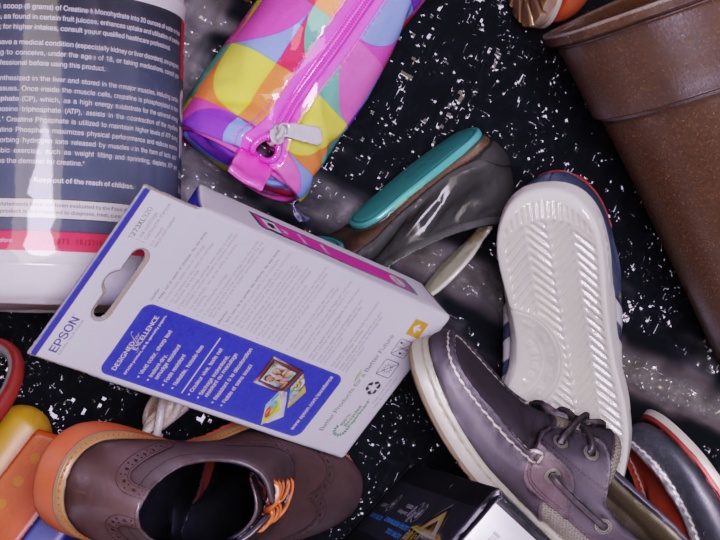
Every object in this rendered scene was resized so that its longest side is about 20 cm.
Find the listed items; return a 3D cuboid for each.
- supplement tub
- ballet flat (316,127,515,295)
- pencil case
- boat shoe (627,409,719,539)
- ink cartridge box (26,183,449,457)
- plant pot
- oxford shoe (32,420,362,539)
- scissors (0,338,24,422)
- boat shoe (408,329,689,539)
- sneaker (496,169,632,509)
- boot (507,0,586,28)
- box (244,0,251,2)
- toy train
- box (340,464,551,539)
[{"bbox_3d":[-0.156,-0.081,0.828,0.140,0.140,0.200,2,87,-9],"label":"supplement tub"},{"bbox_3d":[0.000,0.000,0.887,0.200,0.068,0.068,-30,104,-9],"label":"ballet flat"},{"bbox_3d":[-0.015,-0.126,0.883,0.088,0.088,0.200,32,81,-5],"label":"pencil case"},{"bbox_3d":[0.182,0.171,0.903,0.063,0.071,0.200,-27,95,-7],"label":"boat shoe"},{"bbox_3d":[-0.055,0.022,0.799,0.200,0.037,0.095,23,110,-44],"label":"ink cartridge box"},{"bbox_3d":[0.220,-0.065,0.870,0.200,0.200,0.198,-24,99,-10],"label":"plant pot"},{"bbox_3d":[-0.059,0.113,0.822,0.200,0.072,0.071,5,97,-48],"label":"oxford shoe"},{"bbox_3d":[-0.190,0.116,0.799,0.073,0.014,0.200,-11,59,4],"label":"scissors"},{"bbox_3d":[0.101,0.099,0.842,0.065,0.072,0.200,-34,105,19],"label":"boat shoe"},{"bbox_3d":[0.109,0.042,0.901,0.075,0.085,0.200,4,110,11],"label":"sneaker"},{"bbox_3d":[0.144,-0.219,0.921,0.107,0.075,0.200,15,91,-23],"label":"boot"},{"bbox_3d":[-0.113,-0.244,0.898,0.200,0.041,0.119,31,82,-3],"label":"box"},{"bbox_3d":[-0.166,0.086,0.854,0.116,0.085,0.200,34,78,11],"label":"toy train"},{"bbox_3d":[-0.008,0.183,0.804,0.050,0.200,0.199,45,82,-5],"label":"box"}]
